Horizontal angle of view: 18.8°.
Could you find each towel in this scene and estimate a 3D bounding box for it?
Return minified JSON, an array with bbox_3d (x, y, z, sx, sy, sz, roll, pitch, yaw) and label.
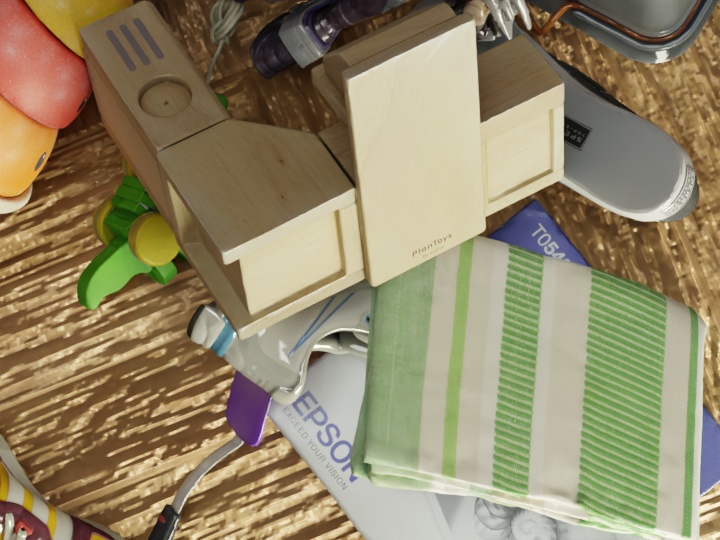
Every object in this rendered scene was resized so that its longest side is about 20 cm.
[{"bbox_3d":[0.096,0.062,1.177,0.200,0.023,0.153,14,65,-17],"label":"towel"}]

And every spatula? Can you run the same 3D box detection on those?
[{"bbox_3d":[-0.094,0.124,1.237,0.021,0.057,0.200,27,95,-29],"label":"spatula"}]

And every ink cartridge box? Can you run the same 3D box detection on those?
[{"bbox_3d":[0.081,0.092,1.223,0.200,0.041,0.200,-39,82,0],"label":"ink cartridge box"}]

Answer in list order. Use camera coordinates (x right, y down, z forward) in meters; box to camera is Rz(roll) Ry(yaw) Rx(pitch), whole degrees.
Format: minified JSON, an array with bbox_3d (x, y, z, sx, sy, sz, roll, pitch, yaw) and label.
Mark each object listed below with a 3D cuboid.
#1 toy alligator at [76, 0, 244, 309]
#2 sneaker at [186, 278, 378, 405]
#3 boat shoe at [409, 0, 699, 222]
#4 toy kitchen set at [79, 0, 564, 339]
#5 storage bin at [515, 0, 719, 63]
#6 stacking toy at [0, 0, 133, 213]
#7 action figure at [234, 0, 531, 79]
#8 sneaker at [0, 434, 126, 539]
[{"bbox_3d":[-0.099,-0.061,1.253,0.054,0.059,0.200,30,83,-35],"label":"toy alligator"},{"bbox_3d":[0.000,0.000,1.208,0.087,0.075,0.200,46,68,4],"label":"sneaker"},{"bbox_3d":[0.109,-0.087,1.224,0.200,0.066,0.070,32,92,26],"label":"boat shoe"},{"bbox_3d":[-0.022,-0.110,1.128,0.200,0.163,0.181,-26,56,-14],"label":"toy kitchen set"},{"bbox_3d":[0.115,-0.212,1.204,0.200,0.134,0.146,31,88,8],"label":"storage bin"},{"bbox_3d":[-0.175,-0.140,1.200,0.200,0.146,0.146,-38,82,14],"label":"stacking toy"},{"bbox_3d":[0.015,-0.170,1.188,0.200,0.069,0.130,-10,118,39],"label":"action figure"},{"bbox_3d":[-0.198,0.152,1.210,0.200,0.090,0.075,38,102,14],"label":"sneaker"}]
